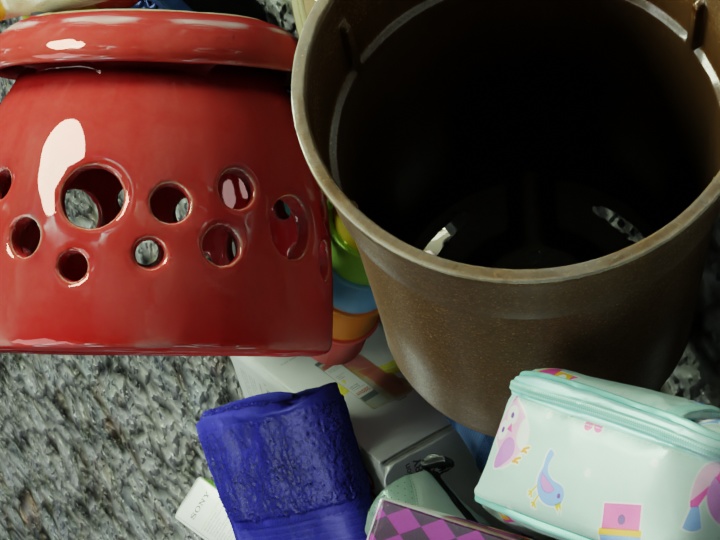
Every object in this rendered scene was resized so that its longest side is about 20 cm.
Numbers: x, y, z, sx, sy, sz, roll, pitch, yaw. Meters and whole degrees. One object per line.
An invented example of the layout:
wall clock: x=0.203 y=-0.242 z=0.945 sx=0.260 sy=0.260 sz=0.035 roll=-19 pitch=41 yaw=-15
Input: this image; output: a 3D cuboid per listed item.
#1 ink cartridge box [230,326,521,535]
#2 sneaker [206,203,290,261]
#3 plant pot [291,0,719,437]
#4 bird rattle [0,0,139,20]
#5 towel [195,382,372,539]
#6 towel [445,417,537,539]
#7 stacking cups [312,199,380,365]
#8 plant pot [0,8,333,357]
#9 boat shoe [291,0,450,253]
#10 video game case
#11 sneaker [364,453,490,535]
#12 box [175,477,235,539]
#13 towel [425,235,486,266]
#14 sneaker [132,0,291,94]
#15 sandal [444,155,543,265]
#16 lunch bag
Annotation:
ink cartridge box: x=0.014 y=0.121 z=1.791 sx=0.200 sy=0.083 sz=0.146 roll=36 pitch=148 yaw=54
sneaker: x=-0.036 y=-0.020 z=1.706 sx=0.200 sy=0.093 sz=0.071 roll=130 pitch=156 yaw=-54
plant pot: x=0.078 y=-0.034 z=1.299 sx=0.200 sy=0.200 sz=0.198 roll=53 pitch=167 yaw=27
bird rattle: x=-0.128 y=-0.173 z=1.591 sx=0.199 sy=0.163 sz=0.113 roll=0 pitch=114 yaw=19
towel: x=-0.033 y=0.170 z=1.725 sx=0.148 sy=0.049 sz=0.201 roll=-16 pitch=93 yaw=60
towel: x=0.085 y=0.086 z=1.619 sx=0.200 sy=0.048 sz=0.112 roll=57 pitch=160 yaw=18
stacking cups: x=0.000 y=0.000 z=1.627 sx=0.061 sy=0.060 sz=0.200 roll=56 pitch=156 yaw=20
plant pot: x=-0.112 y=-0.043 z=1.543 sx=0.200 sy=0.200 sz=0.183 roll=-179 pitch=90 yaw=-68
boat shoe: x=0.027 y=-0.100 z=1.514 sx=0.064 sy=0.071 sz=0.201 roll=-31 pitch=81 yaw=51
video game case: x=0.110 y=0.150 z=1.301 sx=0.199 sy=0.036 sz=0.181 roll=17 pitch=176 yaw=11
sneaker: x=0.066 y=0.169 z=1.672 sx=0.118 sy=0.074 sz=0.200 roll=49 pitch=180 yaw=23
box: x=-0.012 y=0.209 z=1.866 sx=0.200 sy=0.036 sz=0.144 roll=35 pitch=-178 yaw=26
towel: x=0.118 y=0.083 z=1.449 sx=0.200 sy=0.032 sz=0.191 roll=53 pitch=-175 yaw=27
sneaker: x=-0.068 y=-0.115 z=1.737 sx=0.070 sy=0.078 sz=0.200 roll=-20 pitch=119 yaw=37
sandal: x=0.059 y=-0.090 z=1.433 sx=0.045 sy=0.075 sz=0.201 roll=-2 pitch=111 yaw=56
lunch bag: x=0.165 y=0.102 z=1.239 sx=0.160 sy=0.200 sz=0.077 roll=12 pitch=86 yaw=52
